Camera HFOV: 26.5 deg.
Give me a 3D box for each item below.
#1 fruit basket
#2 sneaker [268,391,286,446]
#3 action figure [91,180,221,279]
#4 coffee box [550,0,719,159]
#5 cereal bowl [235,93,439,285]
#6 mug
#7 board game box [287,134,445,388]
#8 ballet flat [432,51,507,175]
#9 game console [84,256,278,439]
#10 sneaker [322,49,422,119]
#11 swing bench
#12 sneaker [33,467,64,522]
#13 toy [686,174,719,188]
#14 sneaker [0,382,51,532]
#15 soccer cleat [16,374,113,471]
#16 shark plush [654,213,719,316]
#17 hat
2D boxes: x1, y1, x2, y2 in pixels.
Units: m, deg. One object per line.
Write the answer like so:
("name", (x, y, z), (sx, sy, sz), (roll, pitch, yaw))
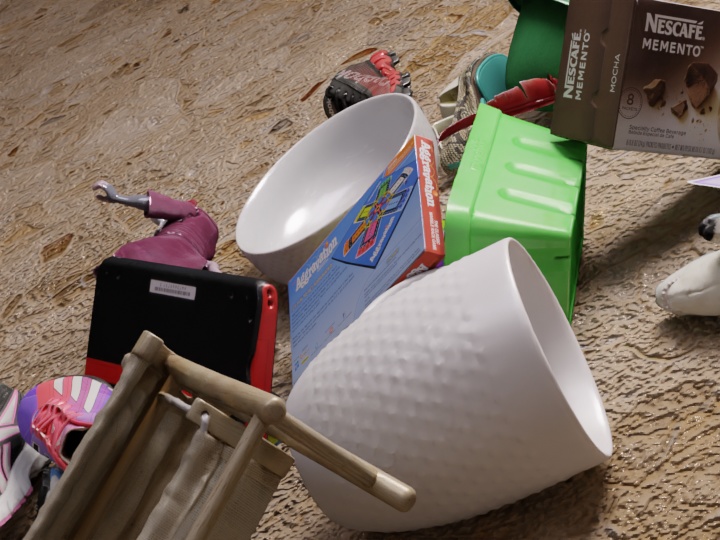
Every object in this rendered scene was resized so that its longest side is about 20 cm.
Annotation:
("fruit basket", (0.069, -0.021, 1.170), (0.212, 0.157, 0.216), (-2, 29, 1))
("sneaker", (-0.126, 0.096, 1.161), (0.198, 0.071, 0.083), (0, 38, 46))
("action figure", (-0.161, -0.017, 1.347), (0.147, 0.135, 0.201), (-13, 28, 16))
("coffee box", (0.254, -0.147, 1.183), (0.198, 0.115, 0.080), (3, 10, -31))
("cereal bowl", (-0.009, -0.058, 1.335), (0.199, 0.083, 0.201), (-33, 26, 18))
("mug", (0.046, 0.069, 0.972), (0.174, 0.148, 0.201), (-26, 33, 15))
("board game box", (0.000, 0.000, 1.128), (0.200, 0.019, 0.104), (-48, 38, 44))
("ballet flat", (0.105, -0.153, 1.491), (0.075, 0.068, 0.201), (-20, 27, 22))
("game console", (-0.132, 0.087, 1.081), (0.031, 0.180, 0.198), (8, -1, -45))
("sneaker", (0.012, -0.172, 1.595), (0.097, 0.072, 0.201), (-22, 22, 0))
("swing bench", (-0.112, 0.155, 0.855), (0.199, 0.129, 0.200), (19, 76, 48))
("sneaker", (-0.182, 0.184, 1.052), (0.072, 0.073, 0.200), (6, 6, -26))
("toy", (0.343, -0.090, 1.110), (0.198, 0.048, 0.114), (-18, 19, -36))
("sneaker", (-0.289, 0.153, 1.138), (0.081, 0.086, 0.200), (-51, 7, 22))
("soccer cleat", (-0.194, 0.114, 1.066), (0.073, 0.069, 0.199), (8, 4, -44))
("shark plush", (0.301, -0.020, 1.054), (0.198, 0.092, 0.083), (-30, -5, -6))
("hat", (0.168, -0.154, 1.440), (0.178, 0.198, 0.166), (-64, 16, -1))
